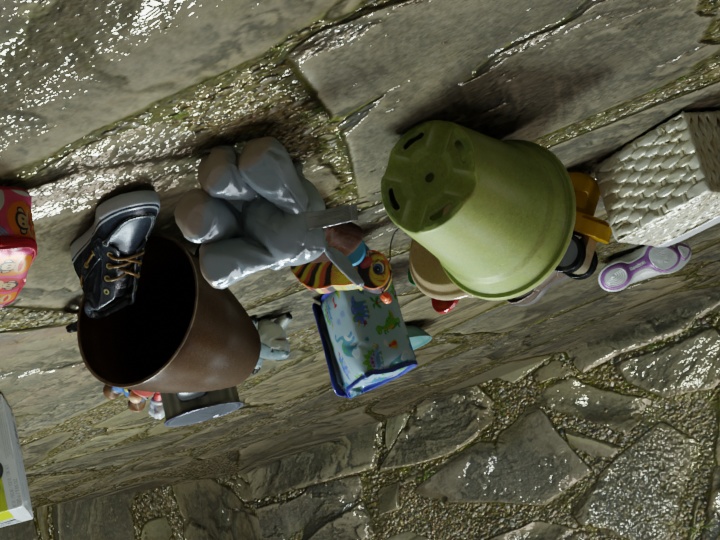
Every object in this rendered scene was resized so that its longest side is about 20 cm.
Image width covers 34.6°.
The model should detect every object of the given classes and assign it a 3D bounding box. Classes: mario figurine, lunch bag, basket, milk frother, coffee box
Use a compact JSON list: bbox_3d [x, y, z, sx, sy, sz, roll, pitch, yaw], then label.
[{"bbox_3d":[-0.398,0.210,2.019,0.122,0.108,0.200,-7,165,-27],"label":"mario figurine"},{"bbox_3d":[-0.006,0.116,1.969,0.125,0.173,0.200,-11,167,-22],"label":"lunch bag"},{"bbox_3d":[0.443,-0.126,1.628,0.122,0.138,0.199,-4,161,-35],"label":"basket"},{"bbox_3d":[-0.291,0.124,1.628,0.197,0.191,0.180,-20,165,15],"label":"milk frother"},{"bbox_3d":[-0.694,0.350,2.011,0.195,0.203,0.200,-12,166,-14],"label":"coffee box"},{"bbox_3d":[-0.428,-0.015,1.169,0.174,0.083,0.200,-4,161,-28],"label":"lunch bag"}]

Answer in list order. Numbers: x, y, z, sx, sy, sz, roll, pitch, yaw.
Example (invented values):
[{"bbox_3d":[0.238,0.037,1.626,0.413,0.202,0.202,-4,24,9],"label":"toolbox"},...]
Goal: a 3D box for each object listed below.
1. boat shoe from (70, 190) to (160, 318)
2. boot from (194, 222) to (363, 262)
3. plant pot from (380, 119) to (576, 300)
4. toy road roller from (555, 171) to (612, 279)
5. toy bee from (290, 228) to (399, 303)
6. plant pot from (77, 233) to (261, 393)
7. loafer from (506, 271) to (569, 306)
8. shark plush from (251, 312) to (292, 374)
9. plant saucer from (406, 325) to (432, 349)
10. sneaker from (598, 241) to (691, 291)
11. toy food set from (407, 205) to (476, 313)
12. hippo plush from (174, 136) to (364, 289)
[{"bbox_3d":[-0.270,-0.016,1.310,0.070,0.092,0.200,-7,163,-33],"label":"boat shoe"},{"bbox_3d":[-0.103,-0.030,1.534,0.184,0.065,0.200,-18,171,15],"label":"boot"},{"bbox_3d":[0.125,-0.085,1.353,0.198,0.203,0.183,-24,153,29],"label":"plant pot"},{"bbox_3d":[0.276,-0.080,1.710,0.197,0.148,0.123,19,-178,24],"label":"toy road roller"},{"bbox_3d":[0.000,0.000,1.658,0.198,0.110,0.130,-24,163,27],"label":"toy bee"},{"bbox_3d":[-0.217,0.076,1.441,0.185,0.190,0.199,-22,152,23],"label":"plant pot"},{"bbox_3d":[0.323,0.006,2.167,0.070,0.074,0.200,4,153,-29],"label":"loafer"},{"bbox_3d":[-0.195,0.142,2.032,0.198,0.085,0.090,-27,163,36],"label":"shark plush"},{"bbox_3d":[0.056,0.158,2.491,0.197,0.037,0.200,-15,167,-4],"label":"plant saucer"},{"bbox_3d":[0.582,-0.020,2.384,0.197,0.076,0.100,-19,-175,10],"label":"sneaker"},{"bbox_3d":[0.142,-0.041,1.507,0.198,0.201,0.049,-18,139,35],"label":"toy food set"},{"bbox_3d":[-0.092,-0.079,1.257,0.196,0.162,0.161,-3,-161,6],"label":"hippo plush"}]
